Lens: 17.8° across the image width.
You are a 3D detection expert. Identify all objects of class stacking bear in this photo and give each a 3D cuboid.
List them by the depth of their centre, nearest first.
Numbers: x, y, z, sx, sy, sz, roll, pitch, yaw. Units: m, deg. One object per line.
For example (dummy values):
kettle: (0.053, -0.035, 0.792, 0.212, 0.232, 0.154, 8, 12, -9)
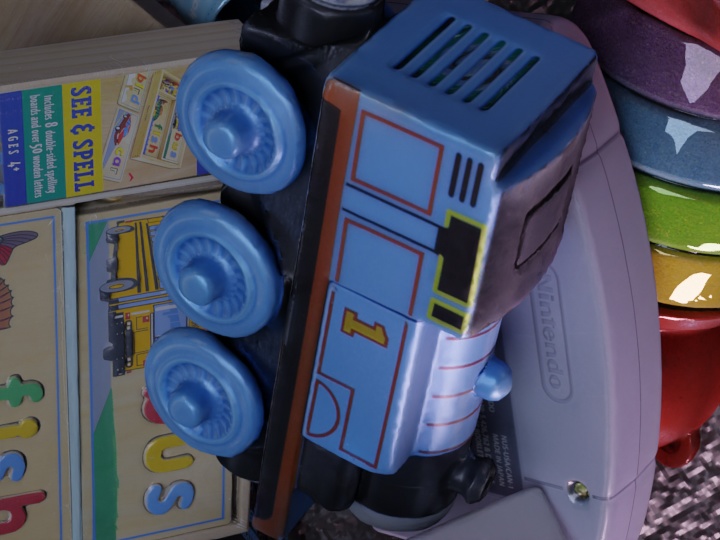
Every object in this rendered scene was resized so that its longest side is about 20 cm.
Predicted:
stacking bear: (0.105, -0.027, 0.783, 0.121, 0.113, 0.201, 33, 128, 31)

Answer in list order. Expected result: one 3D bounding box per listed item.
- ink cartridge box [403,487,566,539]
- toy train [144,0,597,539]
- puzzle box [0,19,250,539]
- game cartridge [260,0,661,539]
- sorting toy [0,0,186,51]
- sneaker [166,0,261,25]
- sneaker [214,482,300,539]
ink cartridge box: (-0.028, 0.161, 0.775, 0.200, 0.145, 0.085, -35, 77, 45)
toy train: (0.000, 0.000, 0.710, 0.114, 0.087, 0.201, 27, 131, 20)
puzzle box: (-0.099, 0.017, 0.782, 0.132, 0.025, 0.201, -11, 124, -20)
game cartridge: (0.036, 0.007, 0.766, 0.132, 0.041, 0.201, 9, 121, 34)
sorting toy: (-0.158, -0.051, 0.860, 0.199, 0.069, 0.201, 40, 110, 27)
sneaker: (-0.048, -0.119, 0.823, 0.199, 0.082, 0.074, 36, 113, 6)
sneaker: (-0.079, 0.053, 0.886, 0.073, 0.082, 0.201, -16, 98, 26)
